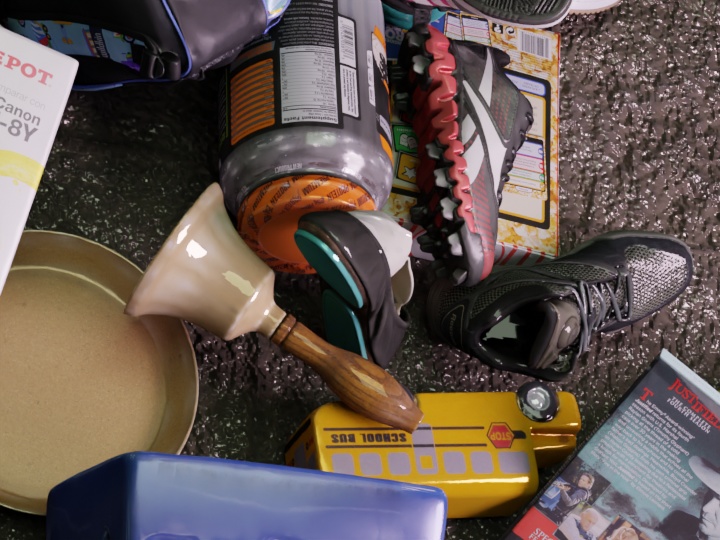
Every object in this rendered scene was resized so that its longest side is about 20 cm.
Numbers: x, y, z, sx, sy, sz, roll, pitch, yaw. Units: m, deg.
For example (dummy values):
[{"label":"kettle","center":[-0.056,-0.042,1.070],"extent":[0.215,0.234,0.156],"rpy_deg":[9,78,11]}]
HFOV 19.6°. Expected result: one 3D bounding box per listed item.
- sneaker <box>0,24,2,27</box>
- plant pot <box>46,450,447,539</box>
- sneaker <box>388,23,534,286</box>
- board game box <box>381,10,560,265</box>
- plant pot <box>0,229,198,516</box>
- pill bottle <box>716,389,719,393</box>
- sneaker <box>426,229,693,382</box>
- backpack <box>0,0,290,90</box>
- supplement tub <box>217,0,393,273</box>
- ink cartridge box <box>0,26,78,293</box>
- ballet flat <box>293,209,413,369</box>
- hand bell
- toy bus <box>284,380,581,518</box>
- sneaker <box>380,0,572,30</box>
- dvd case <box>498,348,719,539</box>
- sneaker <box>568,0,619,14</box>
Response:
[{"label":"sneaker","center":[-0.267,-0.082,1.380],"extent":[0.077,0.076,0.201],"rpy_deg":[31,58,0]},{"label":"plant pot","center":[-0.078,0.214,1.226],"extent":[0.198,0.200,0.182],"rpy_deg":[9,75,-20]},{"label":"sneaker","center":[0.082,-0.082,1.472],"extent":[0.097,0.071,0.202],"rpy_deg":[2,62,-19]},{"label":"board game box","center":[0.072,-0.101,1.550],"extent":[0.150,0.046,0.202],"rpy_deg":[13,60,-16]},{"label":"plant pot","center":[-0.204,0.069,1.357],"extent":[0.198,0.028,0.202],"rpy_deg":[10,60,-18]},{"label":"pill bottle","center":[0.282,0.135,1.472],"extent":[0.198,0.114,0.115],"rpy_deg":[-13,69,-28]},{"label":"sneaker","center":[0.156,0.028,1.461],"extent":[0.198,0.114,0.077],"rpy_deg":[-9,112,-17]},{"label":"backpack","center":[-0.167,-0.216,1.415],"extent":[0.134,0.199,0.184],"rpy_deg":[-33,110,-36]},{"label":"supplement tub","center":[-0.039,-0.107,1.454],"extent":[0.121,0.123,0.202],"rpy_deg":[9,57,-18]},{"label":"ink cartridge box","center":[-0.277,-0.061,1.285],"extent":[0.144,0.083,0.202],"rpy_deg":[23,73,-21]},{"label":"ballet flat","center":[0.000,0.000,1.380],"extent":[0.068,0.200,0.068],"rpy_deg":[40,74,21]},{"label":"hand bell","center":[-0.044,0.043,1.356],"extent":[0.199,0.104,0.104],"rpy_deg":[36,56,0]},{"label":"toy bus","center":[0.052,0.123,1.411],"extent":[0.198,0.065,0.079],"rpy_deg":[1,63,-22]},{"label":"sneaker","center":[0.066,-0.210,1.494],"extent":[0.199,0.121,0.084],"rpy_deg":[26,84,18]},{"label":"dvd case","center":[0.193,0.170,1.380],"extent":[0.146,0.201,0.022],"rpy_deg":[38,23,1]},{"label":"sneaker","center":[0.134,-0.261,1.606],"extent":[0.198,0.109,0.070],"rpy_deg":[-1,28,-32]}]
